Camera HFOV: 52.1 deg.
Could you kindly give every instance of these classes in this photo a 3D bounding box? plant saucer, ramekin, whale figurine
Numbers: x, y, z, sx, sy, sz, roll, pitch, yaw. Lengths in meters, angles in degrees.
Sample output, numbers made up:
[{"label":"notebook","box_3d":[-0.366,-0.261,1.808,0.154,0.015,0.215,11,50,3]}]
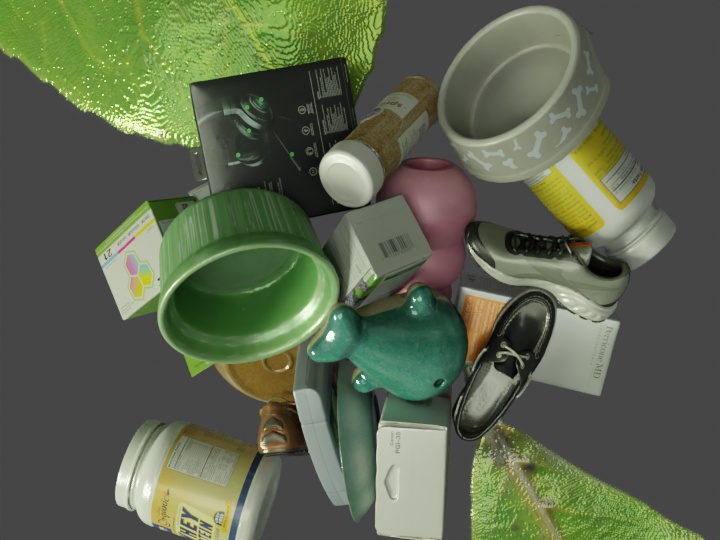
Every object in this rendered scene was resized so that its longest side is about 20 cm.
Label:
[{"label":"plant saucer","box_3d":[0.005,0.210,0.933,0.038,0.201,0.205,-7,103,5]},{"label":"plant saucer","box_3d":[-0.108,0.110,0.978,0.196,0.036,0.203,0,122,0]},{"label":"ramekin","box_3d":[-0.129,0.005,0.816,0.196,0.099,0.202,-13,142,-10]},{"label":"whale figurine","box_3d":[0.040,0.088,0.828,0.160,0.198,0.104,-56,47,24]}]

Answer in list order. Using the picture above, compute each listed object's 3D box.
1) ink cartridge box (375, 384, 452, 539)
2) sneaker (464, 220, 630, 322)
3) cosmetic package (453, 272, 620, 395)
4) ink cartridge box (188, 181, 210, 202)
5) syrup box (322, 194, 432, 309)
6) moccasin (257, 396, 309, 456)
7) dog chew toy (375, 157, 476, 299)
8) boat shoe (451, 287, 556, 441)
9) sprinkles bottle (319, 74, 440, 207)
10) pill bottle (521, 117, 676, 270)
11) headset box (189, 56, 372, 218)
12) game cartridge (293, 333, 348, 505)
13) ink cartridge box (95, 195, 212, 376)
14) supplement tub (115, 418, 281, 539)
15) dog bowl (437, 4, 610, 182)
[{"label":"ink cartridge box","box_3d":[0.071,0.216,0.921,0.081,0.200,0.150,3,105,8]},{"label":"sneaker","box_3d":[0.213,-0.016,0.843,0.197,0.075,0.080,22,134,-1]},{"label":"cosmetic package","box_3d":[0.212,0.078,0.930,0.196,0.071,0.103,12,106,6]},{"label":"ink cartridge box","box_3d":[-0.134,-0.035,0.974,0.107,0.050,0.203,-20,101,14]},{"label":"syrup box","box_3d":[0.000,0.000,0.863,0.078,0.200,0.082,-21,75,-26]},{"label":"moccasin","box_3d":[-0.090,0.200,0.956,0.072,0.201,0.079,-8,75,13]},{"label":"dog chew toy","box_3d":[0.078,-0.032,0.906,0.122,0.125,0.204,5,113,8]},{"label":"boat shoe","box_3d":[0.169,0.115,0.877,0.073,0.060,0.202,33,106,5]},{"label":"sprinkles bottle","box_3d":[0.029,-0.151,0.837,0.067,0.201,0.069,18,134,21]},{"label":"pill bottle","box_3d":[0.268,-0.099,0.855,0.111,0.111,0.200,-42,94,17]},{"label":"headset box","box_3d":[-0.103,-0.144,0.878,0.196,0.093,0.178,-13,99,-11]},{"label":"game cartridge","box_3d":[-0.040,0.192,0.929,0.040,0.134,0.203,-8,123,11]},{"label":"ink cartridge box","box_3d":[-0.242,0.029,0.944,0.147,0.075,0.203,-31,79,39]},{"label":"supplement tub","box_3d":[-0.221,0.295,1.021,0.196,0.145,0.147,16,106,5]},{"label":"dog bowl","box_3d":[0.169,-0.199,0.805,0.200,0.201,0.058,-43,132,17]}]
